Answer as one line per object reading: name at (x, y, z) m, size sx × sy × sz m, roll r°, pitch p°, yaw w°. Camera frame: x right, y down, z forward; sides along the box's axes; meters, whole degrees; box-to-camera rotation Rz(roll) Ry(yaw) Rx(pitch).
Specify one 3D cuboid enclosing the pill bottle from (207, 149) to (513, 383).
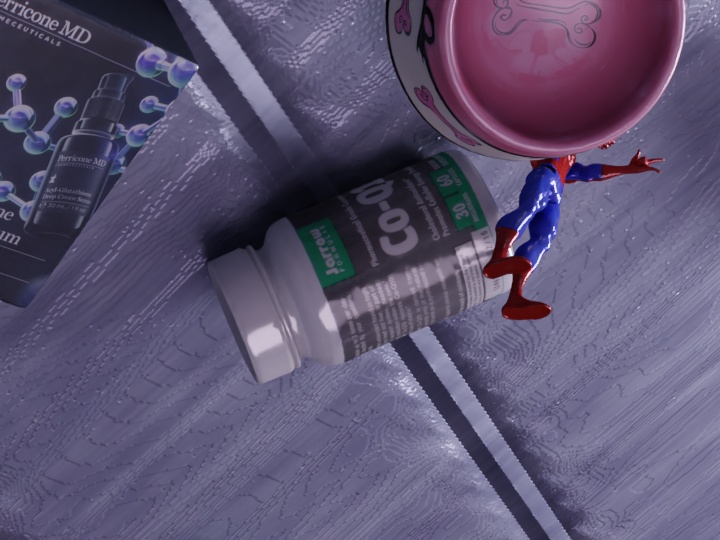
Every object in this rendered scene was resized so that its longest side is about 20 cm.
pill bottle at (0.000, 0.000, 1.191) m, size 0.200 × 0.113 × 0.113 m, roll -23°, pitch 137°, yaw -8°

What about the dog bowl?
dog bowl at (0.121, -0.162, 1.079) m, size 0.199 × 0.074 × 0.201 m, roll -4°, pitch 106°, yaw -13°

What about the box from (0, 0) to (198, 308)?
box at (-0.219, -0.099, 0.984) m, size 0.148 × 0.107 × 0.200 m, roll 21°, pitch 116°, yaw -39°

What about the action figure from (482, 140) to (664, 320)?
action figure at (0.152, -0.056, 1.163) m, size 0.099 × 0.200 × 0.065 m, roll -9°, pitch 129°, yaw 22°
